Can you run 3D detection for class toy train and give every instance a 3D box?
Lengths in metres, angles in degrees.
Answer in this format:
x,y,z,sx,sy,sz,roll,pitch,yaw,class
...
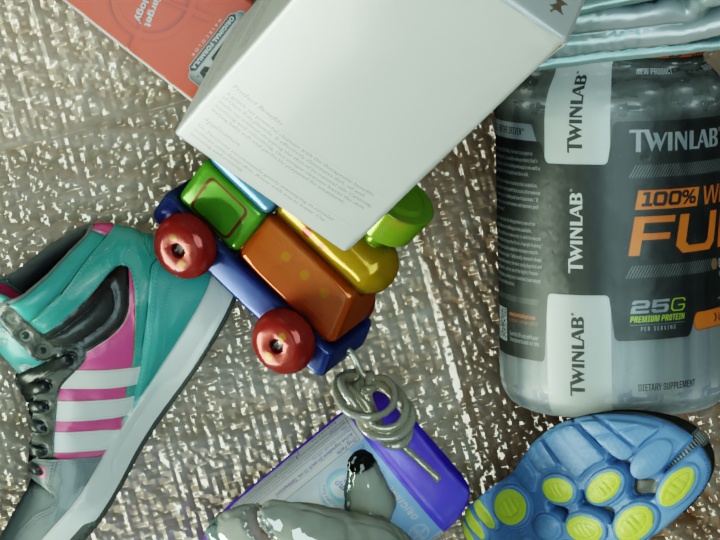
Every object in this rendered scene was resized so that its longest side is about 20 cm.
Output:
x,y,z,sx,sy,sz,roll,pitch,yaw,class
0.000,0.000,1.473,0.200,0.085,0.116,44,124,7,toy train

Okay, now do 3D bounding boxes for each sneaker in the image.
x,y,z,sx,sy,sz,roll,pitch,yaw,class
0.121,0.109,1.493,0.083,0.200,0.071,-27,83,-29,sneaker
-0.163,0.057,1.507,0.121,0.084,0.200,33,86,-13,sneaker

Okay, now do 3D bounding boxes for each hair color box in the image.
x,y,z,sx,sy,sz,roll,pitch,yaw,class
-0.135,-0.163,1.471,0.200,0.102,0.061,38,93,-8,hair color box

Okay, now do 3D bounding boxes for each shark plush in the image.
x,y,z,sx,sy,sz,roll,pitch,yaw,class
0.004,0.172,1.509,0.083,0.091,0.200,-25,140,16,shark plush

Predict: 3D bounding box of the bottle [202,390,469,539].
x,y,z,sx,sy,sz,roll,pitch,yaw,class
-0.039,0.152,1.540,0.200,0.065,0.084,-39,105,1,bottle

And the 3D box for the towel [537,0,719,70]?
x,y,z,sx,sy,sz,roll,pitch,yaw,class
0.120,-0.170,1.459,0.199,0.171,0.048,-7,131,-4,towel

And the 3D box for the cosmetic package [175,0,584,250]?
x,y,z,sx,sy,sz,roll,pitch,yaw,class
0.013,-0.108,1.342,0.107,0.085,0.200,36,138,-11,cosmetic package

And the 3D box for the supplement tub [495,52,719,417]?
x,y,z,sx,sy,sz,roll,pitch,yaw,class
0.130,-0.031,1.500,0.122,0.123,0.201,-2,99,-4,supplement tub
